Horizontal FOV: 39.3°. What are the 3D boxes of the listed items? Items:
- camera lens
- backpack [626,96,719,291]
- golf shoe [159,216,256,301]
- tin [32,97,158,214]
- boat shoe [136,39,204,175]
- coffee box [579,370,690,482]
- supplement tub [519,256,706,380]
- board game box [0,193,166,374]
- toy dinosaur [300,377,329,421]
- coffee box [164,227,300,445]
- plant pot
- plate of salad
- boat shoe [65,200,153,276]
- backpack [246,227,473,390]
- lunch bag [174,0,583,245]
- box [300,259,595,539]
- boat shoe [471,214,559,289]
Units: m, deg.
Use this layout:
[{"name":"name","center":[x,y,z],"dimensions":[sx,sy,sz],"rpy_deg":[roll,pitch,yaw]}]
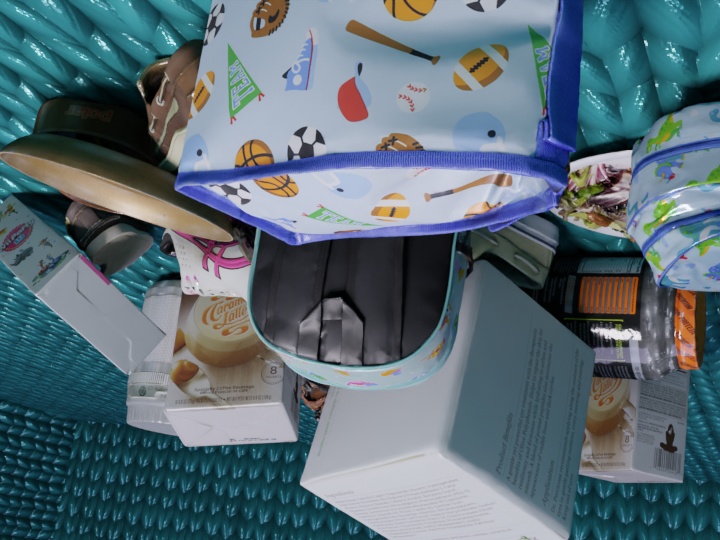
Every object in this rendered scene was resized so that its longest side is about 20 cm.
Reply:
[{"name":"camera lens","center":[-0.227,0.118,1.368],"dimensions":[0.158,0.202,0.160],"rpy_deg":[8,164,2]},{"name":"backpack","center":[0.279,-0.050,0.676],"dimensions":[0.198,0.155,0.163],"rpy_deg":[19,168,3]},{"name":"golf shoe","center":[-0.120,-0.003,0.928],"dimensions":[0.072,0.092,0.200],"rpy_deg":[32,-171,-44]},{"name":"tin","center":[-0.230,-0.099,0.919],"dimensions":[0.111,0.042,0.200],"rpy_deg":[13,163,0]},{"name":"boat shoe","center":[-0.129,-0.126,0.751],"dimensions":[0.075,0.075,0.202],"rpy_deg":[50,160,-11]},{"name":"coffee box","center":[0.310,0.136,1.155],"dimensions":[0.079,0.202,0.114],"rpy_deg":[16,162,-23]},{"name":"supplement tub","center":[0.244,0.047,1.028],"dimensions":[0.198,0.124,0.122],"rpy_deg":[1,163,25]},{"name":"board game box","center":[-0.314,0.013,1.082],"dimensions":[0.199,0.064,0.148],"rpy_deg":[28,161,46]},{"name":"toy dinosaur","center":[-0.004,0.151,1.169],"dimensions":[0.199,0.103,0.135],"rpy_deg":[6,-168,-44]},{"name":"coffee box","center":[-0.116,0.061,0.985],"dimensions":[0.113,0.202,0.080],"rpy_deg":[-4,145,7]},{"name":"plant pot","center":[-0.195,-0.070,0.828],"dimensions":[0.198,0.028,0.200],"rpy_deg":[18,174,2]},{"name":"plate of salad","center":[0.246,-0.049,0.830],"dimensions":[0.197,0.049,0.200],"rpy_deg":[8,165,2]},{"name":"boat shoe","center":[-0.279,-0.038,1.113],"dimensions":[0.060,0.072,0.200],"rpy_deg":[50,174,2]},{"name":"backpack","center":[0.002,-0.005,0.798],"dimensions":[0.173,0.202,0.154],"rpy_deg":[6,156,8]},{"name":"lunch bag","center":[0.022,-0.108,0.513],"dimensions":[0.198,0.172,0.123],"rpy_deg":[-6,162,38]},{"name":"box","center":[0.084,0.137,0.945],"dimensions":[0.171,0.201,0.199],"rpy_deg":[37,142,-26]},{"name":"boat shoe","center":[0.100,-0.036,0.922],"dimensions":[0.198,0.063,0.072],"rpy_deg":[17,162,-23]}]
